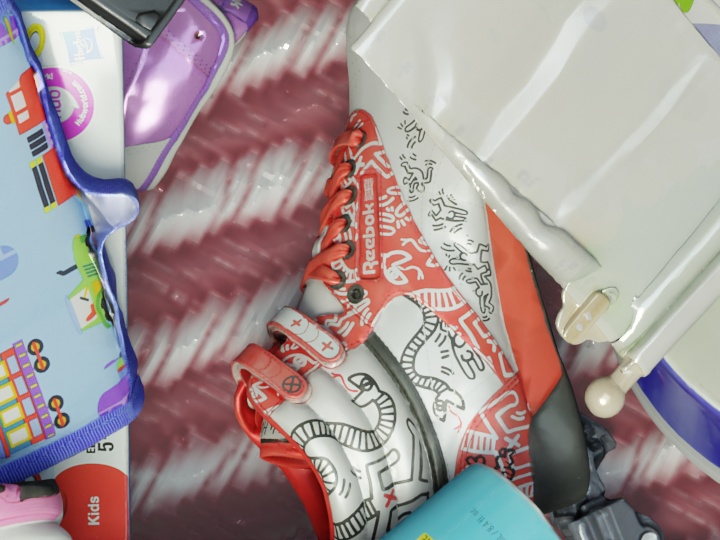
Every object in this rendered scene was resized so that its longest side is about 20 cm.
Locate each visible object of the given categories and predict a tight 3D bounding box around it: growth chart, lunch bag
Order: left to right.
[{"bbox_3d":[-0.163,0.007,0.765,0.200,0.094,0.151,-19,112,-8],"label":"lunch bag"},{"bbox_3d":[0.074,-0.072,0.791,0.145,0.018,0.200,-41,108,-12],"label":"growth chart"}]

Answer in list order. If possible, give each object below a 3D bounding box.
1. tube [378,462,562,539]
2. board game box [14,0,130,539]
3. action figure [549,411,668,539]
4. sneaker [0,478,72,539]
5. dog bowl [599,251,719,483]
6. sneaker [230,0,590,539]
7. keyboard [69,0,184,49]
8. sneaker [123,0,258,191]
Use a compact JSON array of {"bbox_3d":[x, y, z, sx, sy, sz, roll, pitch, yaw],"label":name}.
[{"bbox_3d":[-0.019,0.144,0.780,0.200,0.050,0.077,-41,70,-15],"label":"tube"},{"bbox_3d":[-0.176,-0.001,0.830,0.195,0.056,0.201,-2,114,-6],"label":"board game box"},{"bbox_3d":[0.140,0.124,0.890,0.193,0.105,0.200,-31,96,-15],"label":"action figure"},{"bbox_3d":[-0.166,0.145,0.760,0.200,0.080,0.086,-32,74,13],"label":"sneaker"},{"bbox_3d":[0.182,-0.014,0.865,0.199,0.079,0.201,-2,71,5],"label":"dog bowl"},{"bbox_3d":[0.000,0.000,0.866,0.108,0.067,0.202,-16,83,-13],"label":"sneaker"},{"bbox_3d":[-0.021,-0.156,0.780,0.127,0.021,0.200,35,84,-4],"label":"keyboard"},{"bbox_3d":[-0.090,-0.126,0.870,0.114,0.073,0.201,6,102,-8],"label":"sneaker"}]
